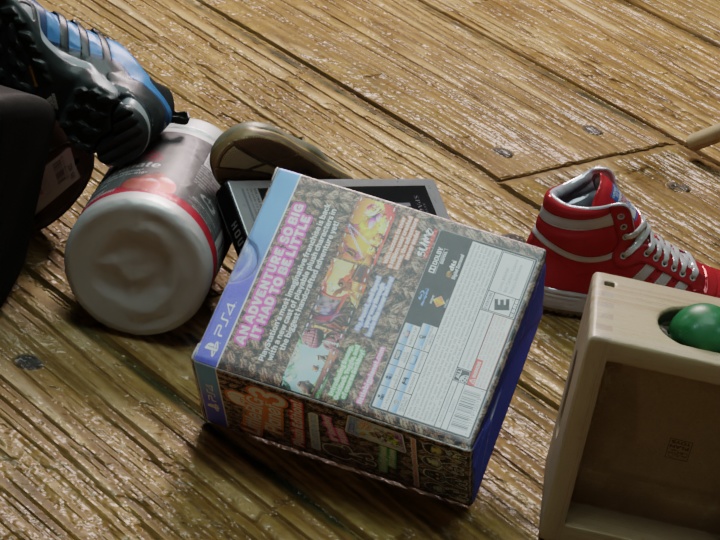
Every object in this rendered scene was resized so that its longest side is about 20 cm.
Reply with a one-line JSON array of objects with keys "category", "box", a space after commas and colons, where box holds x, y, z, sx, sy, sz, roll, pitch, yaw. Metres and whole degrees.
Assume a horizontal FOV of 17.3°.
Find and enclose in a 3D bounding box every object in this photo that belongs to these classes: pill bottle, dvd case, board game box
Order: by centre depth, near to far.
[{"category": "board game box", "box": [0.008, 0.045, 1.607, 0.199, 0.097, 0.160, 18, 64, 12]}, {"category": "dvd case", "box": [0.000, 0.000, 1.758, 0.199, 0.025, 0.151, -3, 61, -38]}, {"category": "pill bottle", "box": [-0.148, -0.041, 1.784, 0.110, 0.111, 0.200, 13, 26, 3]}]

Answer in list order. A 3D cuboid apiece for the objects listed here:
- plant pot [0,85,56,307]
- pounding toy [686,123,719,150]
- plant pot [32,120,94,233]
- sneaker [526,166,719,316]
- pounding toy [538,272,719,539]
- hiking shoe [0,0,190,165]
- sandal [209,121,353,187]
[{"category": "plant pot", "box": [-0.326, -0.064, 1.684, 0.199, 0.201, 0.177, 18, 15, 14]}, {"category": "pounding toy", "box": [0.424, -0.135, 2.137, 0.141, 0.185, 0.200, 13, 24, -22]}, {"category": "plant pot", "box": [-0.304, -0.126, 1.840, 0.200, 0.187, 0.187, 42, 37, 23]}, {"category": "sneaker", "box": [0.230, -0.019, 1.889, 0.199, 0.113, 0.071, 5, 27, -13]}, {"category": "pounding toy", "box": [0.233, 0.081, 1.590, 0.183, 0.201, 0.142, 12, 25, 2]}, {"category": "hiking shoe", "box": [-0.227, -0.156, 1.770, 0.200, 0.074, 0.087, 42, 30, 6]}, {"category": "sandal", "box": [-0.061, -0.074, 1.801, 0.054, 0.080, 0.200, 61, 11, 29]}]
